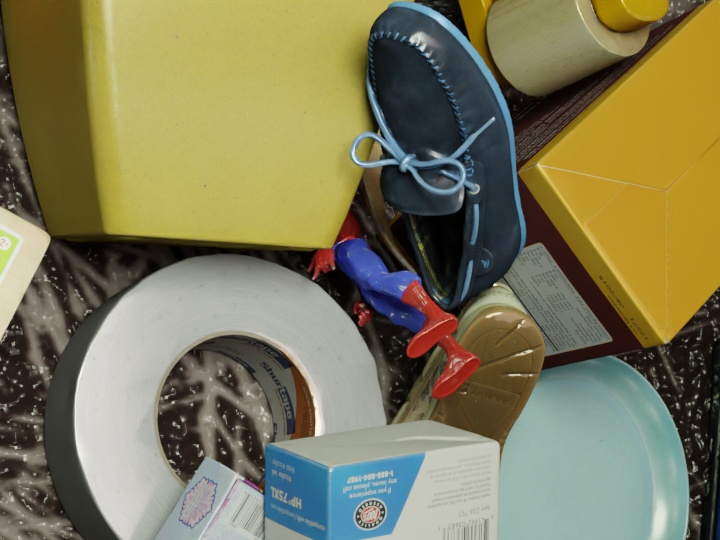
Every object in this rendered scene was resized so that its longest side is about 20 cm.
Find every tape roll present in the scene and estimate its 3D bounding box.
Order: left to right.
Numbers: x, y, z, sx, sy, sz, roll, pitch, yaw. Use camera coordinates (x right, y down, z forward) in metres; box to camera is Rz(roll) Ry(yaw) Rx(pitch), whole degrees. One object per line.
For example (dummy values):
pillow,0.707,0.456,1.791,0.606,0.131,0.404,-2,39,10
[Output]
tape roll,-0.085,0.093,0.846,0.200,0.066,0.201,6,77,-26

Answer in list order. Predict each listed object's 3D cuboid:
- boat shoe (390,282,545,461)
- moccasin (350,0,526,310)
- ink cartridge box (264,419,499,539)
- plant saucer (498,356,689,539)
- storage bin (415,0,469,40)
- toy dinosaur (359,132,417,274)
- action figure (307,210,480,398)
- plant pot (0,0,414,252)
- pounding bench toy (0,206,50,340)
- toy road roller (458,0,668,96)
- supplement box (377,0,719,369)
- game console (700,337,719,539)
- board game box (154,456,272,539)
boat shoe,0.057,0.104,0.883,0.073,0.063,0.200,23,109,-13
moccasin,0.047,-0.053,0.771,0.068,0.080,0.200,-48,134,-24
ink cartridge box,0.011,0.190,0.758,0.116,0.067,0.201,-3,97,-35
plant saucer,0.151,0.156,0.963,0.200,0.027,0.201,5,82,-37
storage bin,0.063,-0.235,0.979,0.199,0.094,0.136,10,74,-27
toy dinosaur,0.004,-0.083,0.903,0.058,0.101,0.201,-12,78,14
action figure,0.000,0.000,0.858,0.052,0.200,0.065,-38,132,0
plant pot,-0.097,-0.102,0.819,0.199,0.200,0.177,3,89,-27
pounding bench toy,-0.289,0.003,0.705,0.200,0.156,0.125,30,68,-19
toy road roller,0.143,-0.221,0.900,0.146,0.123,0.201,-8,82,-40
supplement box,0.156,-0.048,0.925,0.197,0.200,0.133,-42,100,-28
game console,0.312,0.143,1.014,0.170,0.118,0.201,16,72,-24
board game box,-0.061,0.239,0.787,0.200,0.041,0.200,39,77,-32
